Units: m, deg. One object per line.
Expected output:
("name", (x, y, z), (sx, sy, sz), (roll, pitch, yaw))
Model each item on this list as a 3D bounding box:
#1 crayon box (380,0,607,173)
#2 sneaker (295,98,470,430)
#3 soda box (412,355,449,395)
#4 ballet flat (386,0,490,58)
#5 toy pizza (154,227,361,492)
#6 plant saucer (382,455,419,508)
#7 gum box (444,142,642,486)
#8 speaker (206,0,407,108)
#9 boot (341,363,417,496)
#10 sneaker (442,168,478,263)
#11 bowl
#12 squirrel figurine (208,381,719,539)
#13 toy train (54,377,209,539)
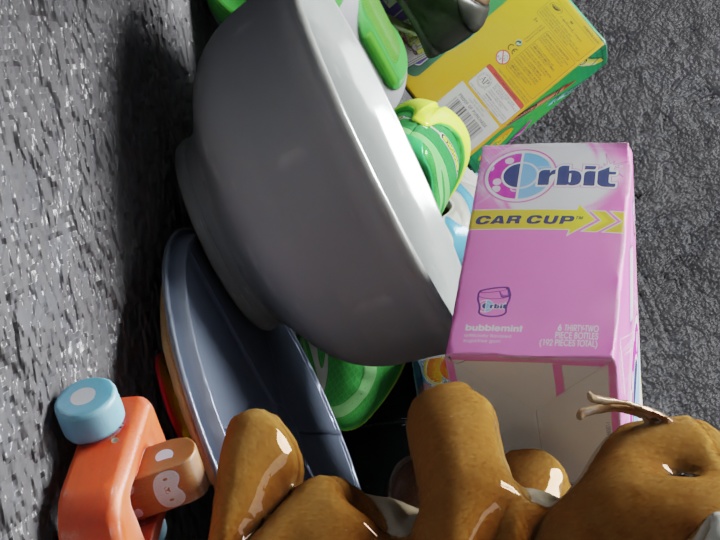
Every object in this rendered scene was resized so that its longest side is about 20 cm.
("crayon box", (0.056, -0.181, 0.933), (0.201, 0.118, 0.058), (52, 6, 9))
("sneaker", (0.000, 0.000, 0.794), (0.084, 0.073, 0.202), (-35, 145, -65))
("soda box", (0.072, 0.059, 0.896), (0.200, 0.068, 0.064), (-55, 136, -81))
("ballet flat", (-0.007, -0.208, 0.883), (0.200, 0.069, 0.068), (44, 24, 8))
("toy pizza", (-0.045, 0.077, 0.622), (0.201, 0.031, 0.201), (-90, 154, -69))
("plant saucer", (0.067, 0.181, 0.670), (0.200, 0.034, 0.201), (47, 17, -19))
("gum box", (0.088, 0.057, 0.620), (0.201, 0.065, 0.114), (76, 21, -46))
("speaker", (-0.026, -0.137, 0.793), (0.200, 0.087, 0.089), (43, 41, -75))
("boot", (0.011, 0.083, 0.904), (0.198, 0.073, 0.164), (-87, 171, -72))
("sneaker", (0.042, -0.046, 1.005), (0.200, 0.080, 0.077), (29, -70, 55))
("bowl", (-0.024, -0.035, 0.644), (0.202, 0.090, 0.201), (62, 10, -20))
("squirrel figurine", (0.053, 0.133, 0.464), (0.201, 0.185, 0.142), (-80, 150, -43))
("toy train", (-0.064, 0.144, 0.498), (0.151, 0.055, 0.202), (-79, 160, -58))
